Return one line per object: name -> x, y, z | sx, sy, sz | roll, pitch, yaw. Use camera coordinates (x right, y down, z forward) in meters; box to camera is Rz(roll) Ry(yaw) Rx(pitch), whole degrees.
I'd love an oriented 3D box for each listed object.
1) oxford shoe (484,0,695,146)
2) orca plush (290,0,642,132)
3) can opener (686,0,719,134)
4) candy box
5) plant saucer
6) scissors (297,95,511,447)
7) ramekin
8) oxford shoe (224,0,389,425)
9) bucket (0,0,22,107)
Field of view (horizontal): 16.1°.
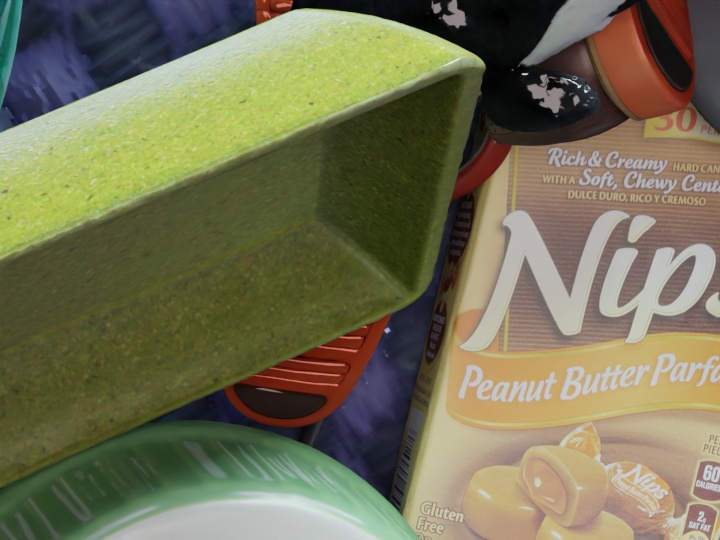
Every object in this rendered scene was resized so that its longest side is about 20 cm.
oxford shoe -> 0.065, -0.131, 0.881 | 0.073, 0.200, 0.071 | -20, 138, 25
orca plush -> 0.059, -0.099, 0.778 | 0.200, 0.071, 0.105 | 0, 84, 25
can opener -> 0.166, -0.027, 0.886 | 0.067, 0.053, 0.200 | -24, 87, 21
candy box -> 0.085, 0.025, 0.927 | 0.115, 0.055, 0.200 | 13, 92, -7
plant saucer -> -0.070, -0.005, 0.764 | 0.200, 0.200, 0.048 | -24, 74, -11
scissors -> 0.000, 0.000, 0.934 | 0.014, 0.073, 0.200 | 10, 118, -39
ramekin -> -0.050, 0.152, 0.831 | 0.200, 0.098, 0.200 | -1, 93, -13
oxford shoe -> -0.012, -0.045, 0.901 | 0.071, 0.073, 0.200 | 10, 102, -1
bucket -> -0.202, -0.083, 0.778 | 0.207, 0.135, 0.207 | 1, 76, -6
